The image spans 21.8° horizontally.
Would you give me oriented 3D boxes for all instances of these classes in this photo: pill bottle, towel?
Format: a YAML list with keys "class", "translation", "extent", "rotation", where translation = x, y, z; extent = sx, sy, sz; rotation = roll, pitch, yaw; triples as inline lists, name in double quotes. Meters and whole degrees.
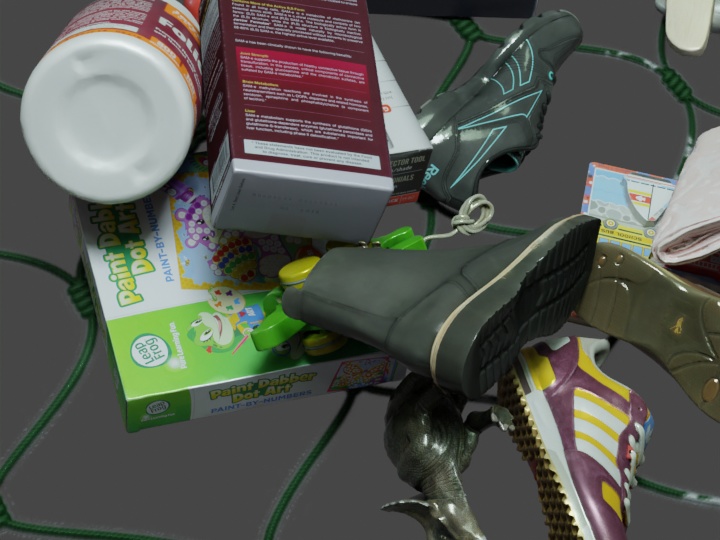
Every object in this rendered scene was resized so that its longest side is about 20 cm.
- class: "pill bottle"
  translation: [-0.162, -0.127, 1.287]
  extent: [0.114, 0.115, 0.200]
  rotation: [7, 20, -2]
- class: "towel"
  translation: [0.307, -0.076, 1.301]
  extent: [0.190, 0.032, 0.200]
  rotation: [-18, 17, 27]

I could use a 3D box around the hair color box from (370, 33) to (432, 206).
- class: "hair color box"
  translation: [-0.035, -0.132, 1.333]
  extent: [0.101, 0.061, 0.200]
  rotation: [-10, 53, -22]

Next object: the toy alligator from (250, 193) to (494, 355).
- class: "toy alligator"
  translation: [0.000, 0.000, 1.244]
  extent: [0.200, 0.060, 0.054]
  rotation: [-31, 21, -27]

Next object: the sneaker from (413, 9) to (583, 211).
- class: "sneaker"
  translation: [0.107, -0.118, 1.398]
  extent: [0.079, 0.075, 0.200]
  rotation: [44, 65, 8]

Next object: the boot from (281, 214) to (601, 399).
- class: "boot"
  translation: [0.058, -0.003, 1.195]
  extent: [0.138, 0.078, 0.200]
  rotation: [19, 29, 27]

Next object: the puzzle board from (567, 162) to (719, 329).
- class: "puzzle board"
  translation: [0.254, -0.004, 1.352]
  extent: [0.199, 0.017, 0.151]
  rotation: [13, 52, 2]

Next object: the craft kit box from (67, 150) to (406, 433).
- class: "craft kit box"
  translation: [-0.088, 0.003, 1.288]
  extent: [0.197, 0.049, 0.201]
  rotation: [-12, 55, -13]

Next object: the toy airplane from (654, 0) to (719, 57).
- class: "toy airplane"
  translation: [0.288, -0.286, 1.515]
  extent: [0.200, 0.141, 0.199]
  rotation: [-43, 50, 8]

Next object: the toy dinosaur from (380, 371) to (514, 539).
- class: "toy dinosaur"
  translation: [0.044, 0.095, 1.206]
  extent: [0.077, 0.102, 0.200]
  rotation: [24, 31, -27]

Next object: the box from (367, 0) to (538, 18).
- class: "box"
  translation: [0.042, -0.304, 1.500]
  extent: [0.199, 0.104, 0.183]
  rotation: [0, 51, -7]

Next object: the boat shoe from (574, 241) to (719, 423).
- class: "boat shoe"
  translation: [0.233, 0.046, 1.257]
  extent: [0.200, 0.072, 0.068]
  rotation: [36, 15, 20]

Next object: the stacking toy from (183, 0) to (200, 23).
- class: "stacking toy"
  translation: [-0.106, -0.270, 1.475]
  extent: [0.085, 0.086, 0.201]
  rotation: [4, 56, -4]

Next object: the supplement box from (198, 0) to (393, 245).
- class: "supplement box"
  translation: [-0.046, -0.116, 1.231]
  extent: [0.108, 0.061, 0.201]
  rotation: [7, 51, -16]

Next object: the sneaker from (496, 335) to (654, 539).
- class: "sneaker"
  translation: [0.157, 0.124, 1.204]
  extent: [0.090, 0.075, 0.201]
  rotation: [-13, 56, -10]
